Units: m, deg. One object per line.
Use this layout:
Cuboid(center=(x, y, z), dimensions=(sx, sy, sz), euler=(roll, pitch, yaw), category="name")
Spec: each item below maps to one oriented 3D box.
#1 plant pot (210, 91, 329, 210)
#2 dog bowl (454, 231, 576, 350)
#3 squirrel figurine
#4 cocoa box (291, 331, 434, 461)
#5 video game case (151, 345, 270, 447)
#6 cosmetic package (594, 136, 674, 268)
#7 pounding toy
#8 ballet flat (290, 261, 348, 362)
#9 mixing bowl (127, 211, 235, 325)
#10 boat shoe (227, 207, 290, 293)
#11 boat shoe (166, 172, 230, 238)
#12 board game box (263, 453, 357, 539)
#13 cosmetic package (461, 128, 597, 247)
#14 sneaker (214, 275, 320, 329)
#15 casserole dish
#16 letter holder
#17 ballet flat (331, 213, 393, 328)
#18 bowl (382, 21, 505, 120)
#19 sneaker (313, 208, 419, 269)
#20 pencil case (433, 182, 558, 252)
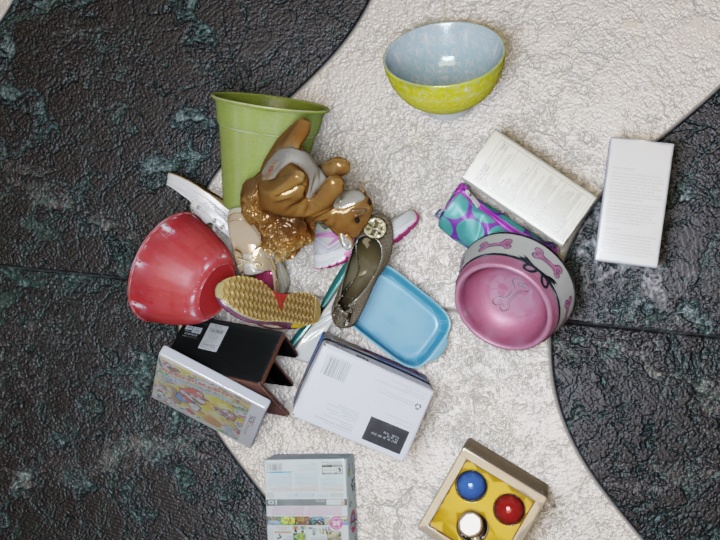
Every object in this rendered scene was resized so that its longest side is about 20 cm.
Cuboid(center=(-0.161, -0.193, 1.747), dimensions=(0.200, 0.200, 0.190), euler=(10, 105, 11), category="plant pot")
Cuboid(center=(0.239, 0.042, 1.658), dimensions=(0.200, 0.074, 0.200), euler=(16, 129, 21), category="dog bowl")
Cuboid(center=(-0.085, -0.105, 1.657), dimensions=(0.187, 0.142, 0.200), euler=(34, 121, -31), category="squirrel figurine")
Cuboid(center=(0.002, 0.205, 1.709), dimensions=(0.200, 0.131, 0.134), euler=(23, 95, -5), category="cocoa box")
Cuboid(center=(-0.258, 0.218, 1.756), dimensions=(0.200, 0.182, 0.023), euler=(28, 57, 1), category="video game case")
Cuboid(center=(0.440, -0.108, 1.670), dimensions=(0.101, 0.071, 0.200), euler=(8, 92, 11), category="cosmetic package")
Cuboid(center=(0.201, 0.415, 1.684), dimensions=(0.184, 0.142, 0.200), euler=(30, 96, 10), category="pounding toy")
Cuboid(center=(-0.050, 0.077, 1.779), dimensions=(0.069, 0.069, 0.200), euler=(37, 101, 9), category="ballet flat")
Cuboid(center=(-0.279, 0.014, 1.722), dimensions=(0.108, 0.200, 0.200), euler=(24, 95, 24), category="mixing bowl")
Cuboid(center=(-0.174, -0.016, 1.739), dimensions=(0.074, 0.069, 0.200), euler=(-7, 130, 22), category="boat shoe")
Cuboid(center=(-0.266, -0.100, 1.811), dimensions=(0.200, 0.071, 0.069), euler=(33, 95, 8), category="boat shoe")
Cuboid(center=(-0.084, 0.420, 1.782), dimensions=(0.147, 0.064, 0.200), euler=(-2, 88, 12), category="board game box")
Cuboid(center=(0.277, -0.134, 1.695), dimensions=(0.200, 0.087, 0.103), euler=(37, 98, 8), category="cosmetic package")
Cuboid(center=(-0.166, 0.062, 1.699), dimensions=(0.090, 0.200, 0.075), euler=(-20, 61, 47), category="sneaker")
Cuboid(center=(0.058, 0.077, 1.741), dimensions=(0.200, 0.039, 0.121), euler=(38, 83, -6), category="casserole dish")
Cuboid(center=(-0.209, 0.167, 1.780), dimensions=(0.200, 0.142, 0.101), euler=(9, 60, 27), category="letter holder")
Cuboid(center=(0.000, 0.000, 1.686), dimensions=(0.067, 0.046, 0.200), euler=(22, 88, 18), category="ballet flat")
Cuboid(center=(0.141, -0.313, 1.699), dimensions=(0.200, 0.200, 0.108), euler=(0, 132, 11), category="bowl")
Cuboid(center=(0.001, -0.071, 1.753), dimensions=(0.200, 0.081, 0.088), euler=(-20, 88, 10), category="sneaker")
Cuboid(center=(0.223, -0.059, 1.705), dimensions=(0.200, 0.092, 0.085), euler=(34, 52, 8), category="pencil case")
